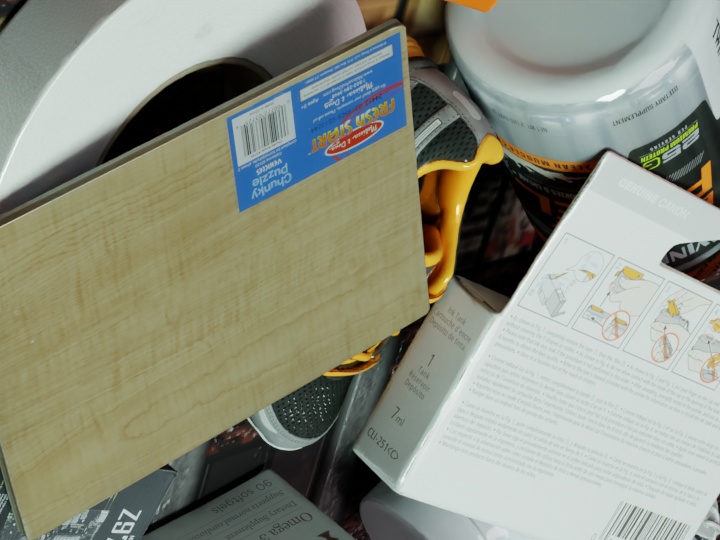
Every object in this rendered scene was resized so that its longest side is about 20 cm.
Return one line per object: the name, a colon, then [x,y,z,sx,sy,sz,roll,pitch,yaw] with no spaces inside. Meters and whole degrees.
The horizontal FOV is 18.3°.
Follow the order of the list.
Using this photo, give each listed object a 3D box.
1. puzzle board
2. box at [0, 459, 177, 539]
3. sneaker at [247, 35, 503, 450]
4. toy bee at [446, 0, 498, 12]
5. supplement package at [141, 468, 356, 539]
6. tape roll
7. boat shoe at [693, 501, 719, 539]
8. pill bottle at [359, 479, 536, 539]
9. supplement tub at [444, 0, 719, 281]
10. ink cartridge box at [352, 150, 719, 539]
puzzle board: [-0.060,0.002,0.861,0.199,0.017,0.152,-29,136,-23]
box: [-0.179,0.150,0.908,0.160,0.043,0.201,12,109,-57]
sneaker: [0.000,0.000,0.979,0.078,0.077,0.201,-16,133,-48]
toy bee: [0.083,-0.181,0.869,0.130,0.199,0.110,26,66,-34]
supplement package: [-0.024,0.207,1.024,0.116,0.200,0.118,-24,138,-40]
tape roll: [-0.078,-0.043,0.868,0.202,0.037,0.204,-34,142,-31]
boat shoe: [0.186,0.158,1.389,0.199,0.068,0.072,-32,142,-33]
pill bottle: [0.097,0.083,1.155,0.200,0.112,0.112,-42,147,-21]
supplement tub: [0.119,-0.076,1.022,0.123,0.122,0.200,-49,148,-9]
ink cartridge box: [0.116,0.042,1.032,0.199,0.045,0.177,23,102,-42]
